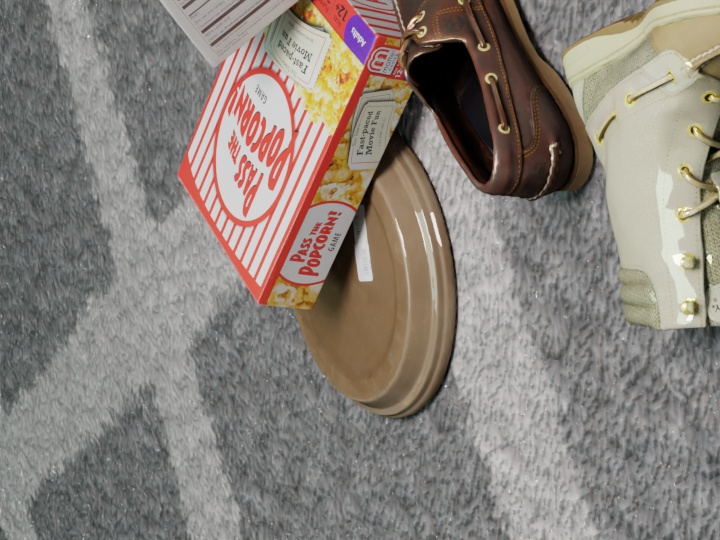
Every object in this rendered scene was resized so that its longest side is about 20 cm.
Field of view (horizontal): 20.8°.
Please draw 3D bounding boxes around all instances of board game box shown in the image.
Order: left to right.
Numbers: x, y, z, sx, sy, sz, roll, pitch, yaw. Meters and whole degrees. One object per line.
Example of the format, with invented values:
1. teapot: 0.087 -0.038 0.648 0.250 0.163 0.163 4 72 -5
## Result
1. board game box: -0.041 -0.101 1.276 0.152 0.046 0.201 53 128 45

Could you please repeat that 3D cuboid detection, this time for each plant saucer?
1. plant saucer: 0.000 0.000 1.302 0.200 0.029 0.202 25 119 57

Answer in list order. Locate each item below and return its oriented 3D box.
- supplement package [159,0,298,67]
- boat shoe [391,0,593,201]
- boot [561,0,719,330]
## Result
1. supplement package: -0.098 -0.260 1.239 0.200 0.155 0.111 53 -178 40
2. boat shoe: 0.058 -0.121 1.116 0.201 0.070 0.071 59 146 36
3. boot: 0.170 -0.052 0.929 0.200 0.071 0.156 163 98 -67
